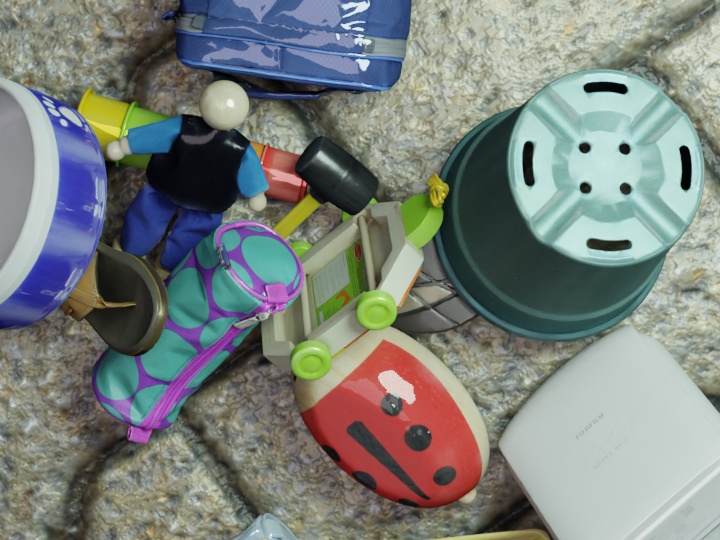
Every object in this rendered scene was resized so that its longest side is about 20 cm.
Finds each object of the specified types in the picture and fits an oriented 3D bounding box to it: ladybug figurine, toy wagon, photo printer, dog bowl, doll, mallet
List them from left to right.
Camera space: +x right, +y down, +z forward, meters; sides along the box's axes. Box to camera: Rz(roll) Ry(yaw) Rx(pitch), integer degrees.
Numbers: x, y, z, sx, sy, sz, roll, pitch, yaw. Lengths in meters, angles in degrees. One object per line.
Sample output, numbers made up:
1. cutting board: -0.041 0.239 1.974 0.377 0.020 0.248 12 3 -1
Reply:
1. dog bowl: -0.301 -0.054 1.520 0.200 0.079 0.201 -10 73 36
2. doll: -0.143 -0.074 1.519 0.136 0.049 0.200 24 129 -11
3. mallet: -0.077 -0.034 1.545 0.200 0.041 0.066 -36 113 22
4. toy wagon: 0.000 0.000 1.507 0.200 0.155 0.040 -37 120 18
5. ladybug figurine: 0.022 0.126 1.551 0.200 0.072 0.136 42 123 -6
6. photo printer: 0.206 0.145 1.503 0.166 0.200 0.069 -42 130 9

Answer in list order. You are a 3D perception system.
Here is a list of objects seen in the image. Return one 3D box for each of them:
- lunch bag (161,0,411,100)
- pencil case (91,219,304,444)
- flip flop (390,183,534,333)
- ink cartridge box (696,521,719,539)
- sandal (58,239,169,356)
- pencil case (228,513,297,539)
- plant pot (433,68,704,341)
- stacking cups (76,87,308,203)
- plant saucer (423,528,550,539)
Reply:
1. lunch bag: -0.060 -0.203 1.504 0.199 0.136 0.133 7 97 5
2. pencil case: -0.136 0.049 1.536 0.200 0.085 0.093 -46 48 31
3. flip flop: 0.099 -0.011 1.558 0.200 0.058 0.081 -31 89 -7
4. ink cartridge box: 0.267 0.264 1.497 0.084 0.200 0.146 45 99 0
5. sandal: -0.227 0.003 1.533 0.200 0.055 0.082 44 122 34
6. pencil case: -0.133 0.290 1.594 0.200 0.083 0.091 -34 110 7
7. plant pot: 0.166 -0.057 1.443 0.200 0.196 0.201 1 80 -6
8. stacking cups: -0.139 -0.100 1.569 0.199 0.061 0.061 14 98 -2
9. plant saucer: 0.073 0.321 1.598 0.199 0.048 0.201 -6 96 5
